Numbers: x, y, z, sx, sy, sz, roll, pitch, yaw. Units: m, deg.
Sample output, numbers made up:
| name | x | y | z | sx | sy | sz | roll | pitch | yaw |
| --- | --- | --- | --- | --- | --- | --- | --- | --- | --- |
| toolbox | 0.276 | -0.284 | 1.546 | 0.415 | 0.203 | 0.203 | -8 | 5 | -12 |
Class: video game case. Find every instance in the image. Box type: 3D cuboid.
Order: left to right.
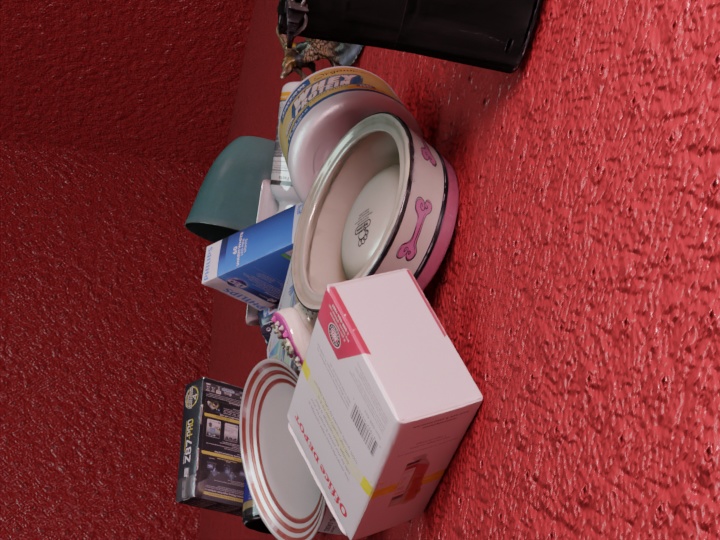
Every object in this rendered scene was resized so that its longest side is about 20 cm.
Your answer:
| name | x | y | z | sx | sy | sz | roll | pitch | yaw |
| --- | --- | --- | --- | --- | --- | --- | --- | --- | --- |
| video game case | -0.073 | 0.075 | 1.479 | 0.200 | 0.022 | 0.182 | -103 | 26 | -58 |

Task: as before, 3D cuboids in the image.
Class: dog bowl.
| name | x | y | z | sx | sy | sz | roll | pitch | yaw |
| --- | --- | --- | --- | --- | --- | --- | --- | --- | --- |
| dog bowl | 0.016 | -0.045 | 1.240 | 0.200 | 0.074 | 0.200 | -40 | 38 | 41 |

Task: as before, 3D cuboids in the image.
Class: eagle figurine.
| name | x | y | z | sx | sy | sz | roll | pitch | yaw |
| --- | --- | --- | --- | --- | --- | --- | --- | --- | --- |
| eagle figurine | -0.045 | -0.356 | 1.853 | 0.200 | 0.151 | 0.152 | -41 | 78 | 30 |

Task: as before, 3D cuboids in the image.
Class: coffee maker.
| name | x | y | z | sx | sy | sz | roll | pitch | yaw |
| --- | --- | --- | --- | --- | --- | --- | --- | --- | --- |
| coffee maker | 0.039 | -0.222 | 1.030 | 0.135 | 0.200 | 0.192 | 110 | 166 | -57 |

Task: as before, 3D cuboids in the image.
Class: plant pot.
| name | x | y | z | sx | sy | sz | roll | pitch | yaw |
| --- | --- | --- | --- | --- | --- | --- | --- | --- | --- |
| plant pot | -0.158 | -0.117 | 2.067 | 0.201 | 0.200 | 0.161 | 150 | 137 | -77 |

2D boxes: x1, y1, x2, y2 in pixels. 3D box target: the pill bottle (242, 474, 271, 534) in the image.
| name | x | y | z | sx | sy | sz | roll | pitch | yaw |
| --- | --- | --- | --- | --- | --- | --- | --- | --- | --- |
| pill bottle | -0.090 | 0.229 | 1.665 | 0.112 | 0.112 | 0.200 | 120 | 154 | -65 |

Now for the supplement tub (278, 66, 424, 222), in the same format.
| name | x | y | z | sx | sy | sz | roll | pitch | yaw |
| --- | --- | --- | --- | --- | --- | --- | --- | --- | --- |
| supplement tub | -0.014 | -0.139 | 1.407 | 0.200 | 0.144 | 0.145 | -113 | 32 | -69 |

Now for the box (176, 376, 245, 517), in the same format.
| name | x | y | z | sx | sy | sz | roll | pitch | yaw |
| --- | --- | --- | --- | --- | --- | --- | --- | --- | --- |
| box | -0.143 | 0.242 | 1.724 | 0.049 | 0.200 | 0.161 | -26 | 55 | 44 |

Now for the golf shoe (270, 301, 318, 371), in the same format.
| name | x | y | z | sx | sy | sz | roll | pitch | yaw |
| --- | --- | --- | --- | --- | --- | --- | --- | --- | --- |
| golf shoe | -0.017 | 0.097 | 1.348 | 0.075 | 0.091 | 0.200 | 46 | 167 | 44 |

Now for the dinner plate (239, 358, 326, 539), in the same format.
| name | x | y | z | sx | sy | sz | roll | pitch | yaw |
| --- | --- | --- | --- | --- | --- | --- | --- | --- | --- |
| dinner plate | -0.077 | 0.192 | 1.387 | 0.200 | 0.024 | 0.200 | 17 | 110 | 56 |

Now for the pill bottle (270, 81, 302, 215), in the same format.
| name | x | y | z | sx | sy | sz | roll | pitch | yaw |
| --- | --- | --- | --- | --- | --- | --- | --- | --- | --- |
| pill bottle | -0.059 | -0.144 | 1.734 | 0.116 | 0.116 | 0.200 | -162 | 78 | -79 |

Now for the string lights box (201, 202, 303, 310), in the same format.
| name | x | y | z | sx | sy | sz | roll | pitch | yaw |
| --- | --- | --- | --- | --- | --- | --- | --- | --- | --- |
| string lights box | -0.096 | -0.016 | 1.636 | 0.200 | 0.103 | 0.059 | -22 | 53 | 41 |

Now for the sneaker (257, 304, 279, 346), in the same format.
| name | x | y | z | sx | sy | sz | roll | pitch | yaw |
| --- | --- | --- | --- | --- | --- | --- | --- | --- | --- |
| sneaker | -0.073 | 0.033 | 1.712 | 0.070 | 0.108 | 0.200 | -96 | 17 | -49 |

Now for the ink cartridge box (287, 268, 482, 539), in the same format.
| name | x | y | z | sx | sy | sz | roll | pitch | yaw |
| --- | --- | --- | --- | --- | --- | --- | --- | --- | --- |
| ink cartridge box | 0.014 | 0.119 | 1.139 | 0.145 | 0.083 | 0.200 | 60 | 150 | 30 |

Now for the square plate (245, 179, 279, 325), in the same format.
| name | x | y | z | sx | sy | sz | roll | pitch | yaw |
| --- | --- | --- | --- | --- | --- | --- | --- | --- | --- |
| square plate | -0.093 | -0.019 | 1.843 | 0.198 | 0.028 | 0.200 | 8 | -91 | -65 |

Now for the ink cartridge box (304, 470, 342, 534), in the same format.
| name | x | y | z | sx | sy | sz | roll | pitch | yaw |
| --- | --- | --- | --- | --- | --- | --- | --- | --- | --- |
| ink cartridge box | -0.039 | 0.181 | 1.499 | 0.145 | 0.083 | 0.200 | 113 | 162 | -51 |
